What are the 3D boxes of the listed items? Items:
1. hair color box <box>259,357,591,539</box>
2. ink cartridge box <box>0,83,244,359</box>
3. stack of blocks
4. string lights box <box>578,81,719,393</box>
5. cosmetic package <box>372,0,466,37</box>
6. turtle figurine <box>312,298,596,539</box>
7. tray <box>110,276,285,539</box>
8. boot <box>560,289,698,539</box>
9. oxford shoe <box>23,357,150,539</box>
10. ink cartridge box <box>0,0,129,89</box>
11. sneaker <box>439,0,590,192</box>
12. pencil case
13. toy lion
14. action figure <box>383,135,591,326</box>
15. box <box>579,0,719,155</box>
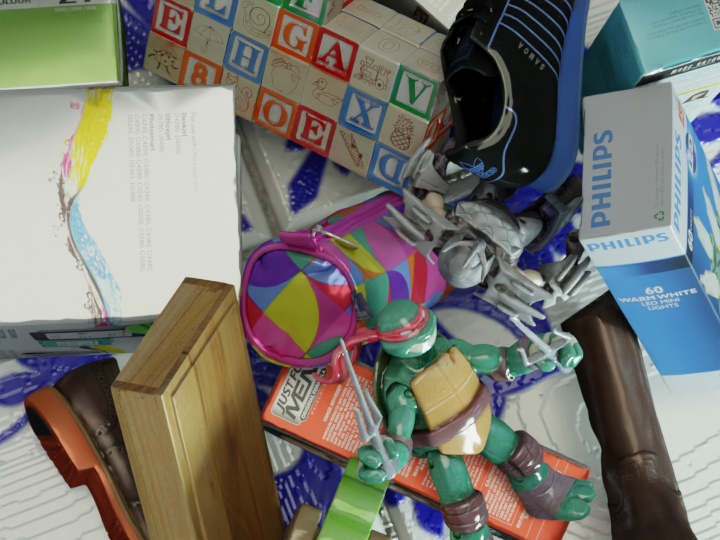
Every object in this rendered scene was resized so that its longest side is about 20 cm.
[{"bbox_3d":[0.037,0.112,1.301,0.199,0.102,0.061,25,82,2],"label":"hair color box"},{"bbox_3d":[-0.172,-0.027,1.286,0.199,0.147,0.147,-2,80,-4],"label":"ink cartridge box"},{"bbox_3d":[-0.032,-0.146,1.308,0.199,0.116,0.059,27,36,14],"label":"stack of blocks"},{"bbox_3d":[0.191,-0.016,1.273,0.059,0.200,0.103,-8,58,22],"label":"string lights box"},{"bbox_3d":[0.030,-0.209,1.354,0.200,0.107,0.090,38,78,4],"label":"cosmetic package"},{"bbox_3d":[0.057,0.081,1.173,0.149,0.101,0.200,-35,119,-11],"label":"turtle figurine"},{"bbox_3d":[-0.091,0.114,1.212,0.037,0.201,0.099,9,41,21],"label":"tray"},{"bbox_3d":[0.166,0.104,1.272,0.064,0.186,0.201,-10,84,-1],"label":"boot"},{"bbox_3d":[-0.129,0.146,1.300,0.072,0.071,0.200,-33,90,-22],"label":"oxford shoe"},{"bbox_3d":[-0.221,-0.144,1.275,0.147,0.200,0.076,-4,81,-5],"label":"ink cartridge box"},{"bbox_3d":[0.089,-0.148,1.244,0.078,0.070,0.201,11,70,-33],"label":"sneaker"},{"bbox_3d":[0.000,0.000,1.267,0.088,0.200,0.089,5,102,21],"label":"pencil case"},{"bbox_3d":[-0.031,0.211,1.232,0.068,0.192,0.201,22,80,2],"label":"toy lion"},{"bbox_3d":[0.087,-0.035,1.281,0.130,0.200,0.069,46,116,-1],"label":"action figure"},{"bbox_3d":[0.186,-0.128,1.302,0.082,0.200,0.049,-17,81,-8],"label":"box"}]
